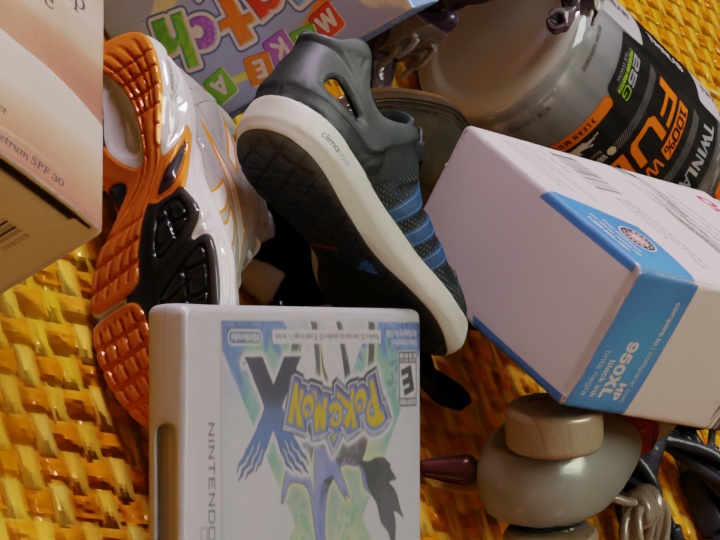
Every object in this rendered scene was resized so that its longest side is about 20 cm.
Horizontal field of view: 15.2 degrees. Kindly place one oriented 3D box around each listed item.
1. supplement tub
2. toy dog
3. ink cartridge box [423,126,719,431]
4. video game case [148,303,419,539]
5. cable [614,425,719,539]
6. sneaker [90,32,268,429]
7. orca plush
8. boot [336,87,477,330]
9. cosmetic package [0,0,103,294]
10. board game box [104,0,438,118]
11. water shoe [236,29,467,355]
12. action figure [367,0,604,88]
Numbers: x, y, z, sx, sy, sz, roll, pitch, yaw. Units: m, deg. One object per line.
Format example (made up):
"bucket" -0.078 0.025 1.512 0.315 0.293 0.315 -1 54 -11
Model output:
"supplement tub" 0.135 -0.093 1.604 0.200 0.122 0.123 36 36 -42
"toy dog" 0.099 0.093 1.404 0.200 0.096 0.133 15 85 -68
"ink cartridge box" 0.144 0.010 1.386 0.200 0.084 0.145 12 23 -44
"video game case" -0.028 0.107 1.151 0.200 0.022 0.183 3 87 -61
"cable" 0.201 0.160 1.568 0.163 0.051 0.201 23 46 -52
"sneaker" -0.070 -0.011 1.200 0.092 0.076 0.201 27 44 -47
"orca plush" 0.000 0.000 1.325 0.200 0.071 0.105 47 30 -29
"boot" 0.039 -0.030 1.425 0.200 0.075 0.097 20 45 -57
"cosmetic package" -0.165 -0.097 1.095 0.103 0.087 0.201 36 36 -41
"board game box" -0.074 -0.180 1.270 0.201 0.151 0.037 62 27 -1
"water shoe" 0.012 -0.033 1.244 0.079 0.071 0.200 -63 148 -21
"action figure" 0.071 -0.170 1.465 0.130 0.200 0.070 39 46 -33
